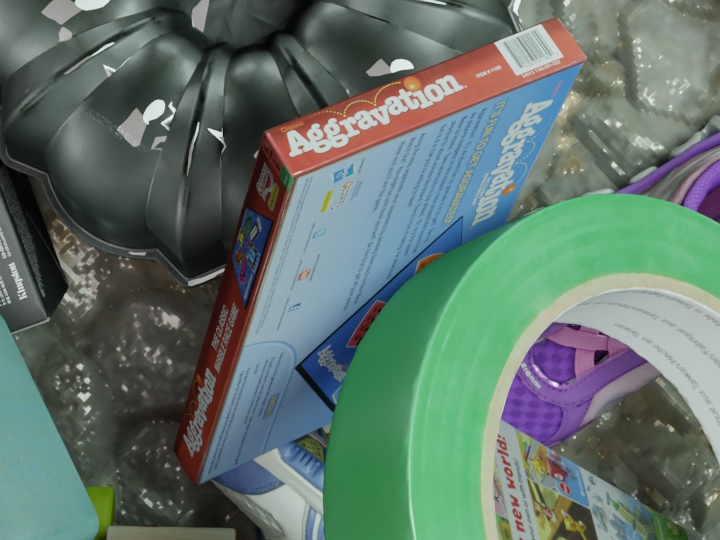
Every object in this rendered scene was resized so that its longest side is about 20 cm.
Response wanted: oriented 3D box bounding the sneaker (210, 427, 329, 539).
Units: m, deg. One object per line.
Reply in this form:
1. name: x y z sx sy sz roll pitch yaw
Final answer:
1. sneaker: 0.000 0.130 0.815 0.200 0.075 0.088 42 98 -6

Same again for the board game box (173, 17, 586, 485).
1. board game box: 0.000 0.000 0.698 0.102 0.200 0.020 -22 67 -24

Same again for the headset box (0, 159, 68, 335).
1. headset box: -0.225 -0.022 0.781 0.198 0.077 0.150 -21 99 2

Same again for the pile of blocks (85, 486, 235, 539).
1. pile of blocks: -0.133 0.122 0.807 0.198 0.062 0.082 -20 122 10

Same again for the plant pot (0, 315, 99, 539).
1. plant pot: -0.190 0.072 0.668 0.141 0.199 0.142 -44 64 31

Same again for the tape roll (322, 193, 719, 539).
1. tape roll: 0.083 0.079 0.680 0.199 0.048 0.202 11 70 -32

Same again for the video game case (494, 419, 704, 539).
1. video game case: 0.113 0.140 0.765 0.199 0.144 0.018 31 120 -23

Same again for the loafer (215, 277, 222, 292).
1. loafer: -0.006 -0.064 0.783 0.067 0.076 0.202 12 99 2

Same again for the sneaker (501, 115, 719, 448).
1. sneaker: 0.103 0.006 0.793 0.199 0.089 0.081 -33 100 4

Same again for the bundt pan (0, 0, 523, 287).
1. bundt pan: -0.041 -0.095 0.714 0.200 0.076 0.204 0 89 2
